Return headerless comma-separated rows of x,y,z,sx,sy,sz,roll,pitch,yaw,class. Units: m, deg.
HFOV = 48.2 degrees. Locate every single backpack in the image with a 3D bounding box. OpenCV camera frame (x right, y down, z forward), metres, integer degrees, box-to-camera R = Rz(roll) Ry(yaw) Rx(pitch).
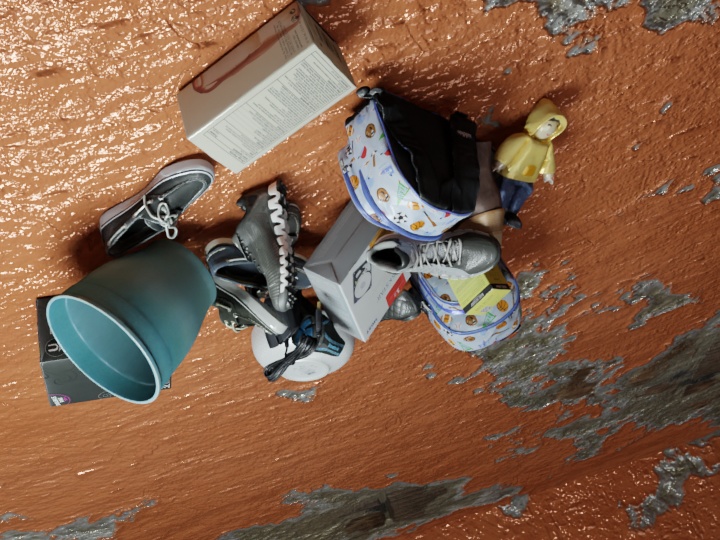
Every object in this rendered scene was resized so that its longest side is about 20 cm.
0.068,-0.136,1.124,0.199,0.191,0.154,8,139,-36,backpack
0.197,0.040,1.441,0.200,0.191,0.154,-31,151,1,backpack

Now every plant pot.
-0.318,0.059,1.188,0.188,0.200,0.200,-50,169,-40,plant pot

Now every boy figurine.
0.262,-0.166,1.255,0.124,0.064,0.200,13,113,-31,boy figurine

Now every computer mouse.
-0.115,0.070,1.304,0.046,0.200,0.140,31,131,-30,computer mouse

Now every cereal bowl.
-0.108,0.153,1.525,0.199,0.084,0.200,-3,149,-2,cereal bowl

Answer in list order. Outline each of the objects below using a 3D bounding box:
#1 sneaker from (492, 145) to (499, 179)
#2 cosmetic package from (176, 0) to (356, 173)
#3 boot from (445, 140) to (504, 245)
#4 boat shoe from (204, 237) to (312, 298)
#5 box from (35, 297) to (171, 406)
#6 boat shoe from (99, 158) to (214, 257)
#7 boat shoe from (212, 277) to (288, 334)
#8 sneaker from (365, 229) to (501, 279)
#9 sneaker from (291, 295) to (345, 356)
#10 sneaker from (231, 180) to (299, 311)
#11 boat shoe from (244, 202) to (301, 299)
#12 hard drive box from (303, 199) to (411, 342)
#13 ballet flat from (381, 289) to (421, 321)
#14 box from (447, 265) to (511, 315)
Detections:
0.210,-0.124,1.321,0.074,0.088,0.200,-20,147,2,sneaker
-0.119,-0.225,1.008,0.200,0.087,0.103,-32,146,16,cosmetic package
0.135,-0.110,1.266,0.200,0.167,0.072,-6,-176,41,boot
-0.148,0.002,1.257,0.200,0.062,0.075,19,125,-37,boat shoe
-0.419,0.124,1.323,0.199,0.125,0.149,-6,144,-18,box
-0.288,-0.084,1.142,0.199,0.068,0.074,-27,146,11,boat shoe
-0.191,0.066,1.288,0.064,0.200,0.071,-56,136,-5,boat shoe
0.101,-0.018,1.179,0.199,0.075,0.115,-2,-174,20,sneaker
-0.095,0.093,1.381,0.082,0.200,0.073,27,100,-31,sneaker
-0.144,-0.032,1.193,0.090,0.201,0.066,-10,164,6,sneaker
-0.141,-0.026,1.310,0.067,0.057,0.200,3,141,-30,boat shoe
0.000,0.000,1.333,0.156,0.077,0.200,-55,153,-19,hard drive box
0.037,0.065,1.489,0.200,0.057,0.066,-10,-159,49,ballet flat
0.168,-0.027,1.332,0.050,0.200,0.075,3,140,-41,box
